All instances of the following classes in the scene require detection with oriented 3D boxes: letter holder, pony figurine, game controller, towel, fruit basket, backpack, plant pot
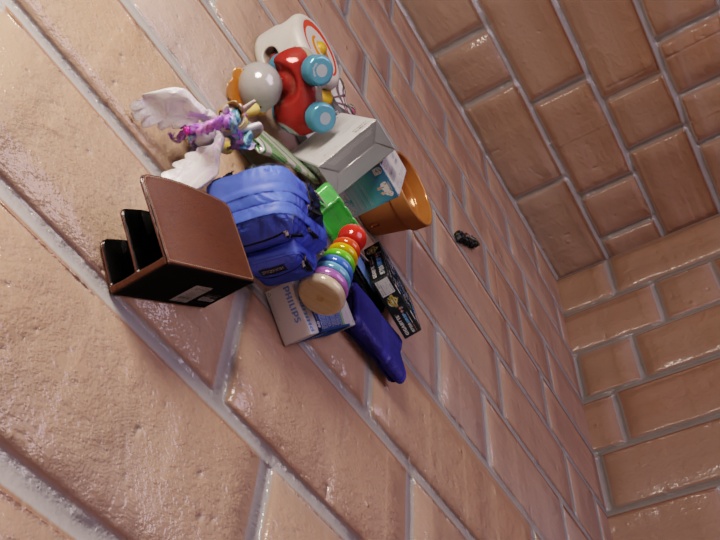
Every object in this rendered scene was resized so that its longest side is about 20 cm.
[{"bbox_3d":[-0.261,-0.039,1.133,0.200,0.100,0.143,16,51,-63],"label":"letter holder"},{"bbox_3d":[-0.243,-0.221,1.283,0.200,0.192,0.167,-91,158,-85],"label":"pony figurine"},{"bbox_3d":[0.000,0.000,1.786,0.201,0.042,0.104,60,22,-18],"label":"game controller"},{"bbox_3d":[-0.176,-0.238,1.561,0.153,0.023,0.200,44,9,28],"label":"towel"},{"bbox_3d":[0.025,0.135,1.707,0.200,0.049,0.148,53,18,-30],"label":"towel"},{"bbox_3d":[-0.082,-0.099,1.589,0.200,0.094,0.186,19,-30,55],"label":"fruit basket"},{"bbox_3d":[-0.146,-0.076,1.305,0.200,0.162,0.169,51,21,-66],"label":"backpack"},{"bbox_3d":[0.071,-0.177,2.004,0.200,0.139,0.201,51,26,-36],"label":"plant pot"}]

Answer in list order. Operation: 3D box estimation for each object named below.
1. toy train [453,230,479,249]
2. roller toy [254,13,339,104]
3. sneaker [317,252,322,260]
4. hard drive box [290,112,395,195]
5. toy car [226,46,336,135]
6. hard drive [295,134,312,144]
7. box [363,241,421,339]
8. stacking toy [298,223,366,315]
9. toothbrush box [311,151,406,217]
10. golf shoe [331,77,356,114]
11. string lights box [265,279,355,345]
[{"bbox_3d":[0.365,-0.107,2.781,0.046,0.034,0.200,60,19,20],"label":"toy train"},{"bbox_3d":[-0.136,-0.471,1.818,0.182,0.139,0.201,42,32,-46],"label":"roller toy"},{"bbox_3d":[-0.134,-0.080,1.517,0.200,0.076,0.081,54,15,-32],"label":"sneaker"},{"bbox_3d":[-0.044,-0.245,1.669,0.077,0.156,0.200,55,-9,-26],"label":"hard drive box"},{"bbox_3d":[-0.180,-0.353,1.630,0.199,0.184,0.178,-14,112,-29],"label":"toy car"},{"bbox_3d":[-0.087,-0.283,1.896,0.133,0.026,0.200,67,21,3],"label":"hard drive"},{"bbox_3d":[0.070,0.040,1.832,0.159,0.046,0.200,59,7,-23],"label":"box"},{"bbox_3d":[-0.036,-0.013,1.434,0.086,0.085,0.200,56,38,-23],"label":"stacking toy"},{"bbox_3d":[-0.012,-0.178,1.725,0.086,0.199,0.147,56,24,-20],"label":"toothbrush box"},{"bbox_3d":[-0.069,-0.420,2.021,0.200,0.077,0.088,54,31,-27],"label":"golf shoe"},{"bbox_3d":[-0.087,0.070,1.480,0.200,0.059,0.103,-3,70,-67],"label":"string lights box"}]
